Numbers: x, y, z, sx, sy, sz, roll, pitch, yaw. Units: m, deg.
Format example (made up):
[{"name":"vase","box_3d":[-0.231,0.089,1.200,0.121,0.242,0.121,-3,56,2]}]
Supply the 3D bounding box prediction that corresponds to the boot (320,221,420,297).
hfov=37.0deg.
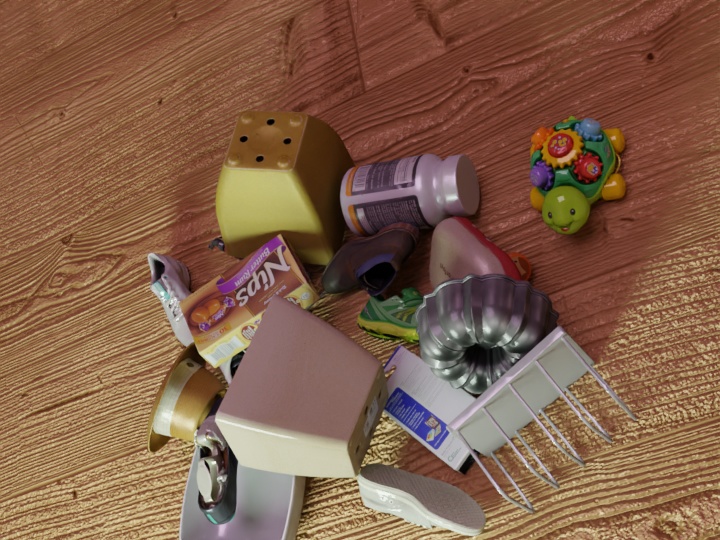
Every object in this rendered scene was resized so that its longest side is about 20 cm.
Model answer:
[{"name":"boot","box_3d":[0.000,0.000,1.667,0.200,0.075,0.097,-33,17,34]}]

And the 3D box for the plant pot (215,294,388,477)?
[{"name":"plant pot","box_3d":[-0.067,0.186,1.521,0.176,0.200,0.201,18,65,15]}]

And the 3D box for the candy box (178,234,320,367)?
[{"name":"candy box","box_3d":[-0.174,0.047,1.677,0.200,0.056,0.117,-34,50,4]}]

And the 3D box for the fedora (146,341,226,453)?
[{"name":"fedora","box_3d":[-0.267,0.212,1.713,0.081,0.201,0.201,21,78,8]}]

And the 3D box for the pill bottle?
[{"name":"pill bottle","box_3d":[0.078,-0.120,1.687,0.199,0.116,0.117,-7,64,28]}]

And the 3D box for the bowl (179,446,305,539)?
[{"name":"bowl","box_3d":[-0.168,0.347,1.636,0.199,0.075,0.201,-5,64,30]}]

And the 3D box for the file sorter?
[{"name":"file sorter","box_3d":[0.245,0.201,1.416,0.200,0.139,0.125,-43,55,6]}]

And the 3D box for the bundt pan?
[{"name":"bundt pan","box_3d":[0.170,0.098,1.463,0.201,0.202,0.076,-16,41,24]}]

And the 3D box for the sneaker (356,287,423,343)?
[{"name":"sneaker","box_3d":[0.082,0.067,1.619,0.199,0.074,0.084,8,76,34]}]

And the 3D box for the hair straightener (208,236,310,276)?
[{"name":"hair straightener","box_3d":[-0.169,-0.014,1.817,0.199,0.077,0.041,20,102,22]}]

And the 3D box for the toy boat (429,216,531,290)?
[{"name":"toy boat","box_3d":[0.188,0.003,1.565,0.130,0.131,0.200,-5,26,-17]}]

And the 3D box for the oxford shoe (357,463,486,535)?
[{"name":"oxford shoe","box_3d":[0.085,0.328,1.506,0.199,0.075,0.058,15,117,28]}]

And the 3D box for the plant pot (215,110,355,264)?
[{"name":"plant pot","box_3d":[-0.129,-0.151,1.730,0.193,0.200,0.196,5,58,14]}]

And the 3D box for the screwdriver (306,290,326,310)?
[{"name":"screwdriver","box_3d":[-0.110,0.082,1.766,0.200,0.028,0.029,-46,23,-4]}]

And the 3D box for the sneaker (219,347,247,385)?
[{"name":"sneaker","box_3d":[-0.197,0.130,1.714,0.073,0.071,0.201,-22,70,-20]}]

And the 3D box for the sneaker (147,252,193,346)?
[{"name":"sneaker","box_3d":[-0.325,0.050,1.867,0.075,0.088,0.200,-38,53,8]}]

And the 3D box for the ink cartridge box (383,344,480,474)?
[{"name":"ink cartridge box","box_3d":[0.103,0.199,1.565,0.200,0.039,0.100,36,89,37]}]

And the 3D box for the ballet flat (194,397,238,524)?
[{"name":"ballet flat","box_3d":[-0.216,0.277,1.611,0.073,0.073,0.201,-16,59,24]}]

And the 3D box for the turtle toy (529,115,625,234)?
[{"name":"turtle toy","box_3d":[0.305,-0.141,1.567,0.145,0.101,0.201,-8,63,28]}]
